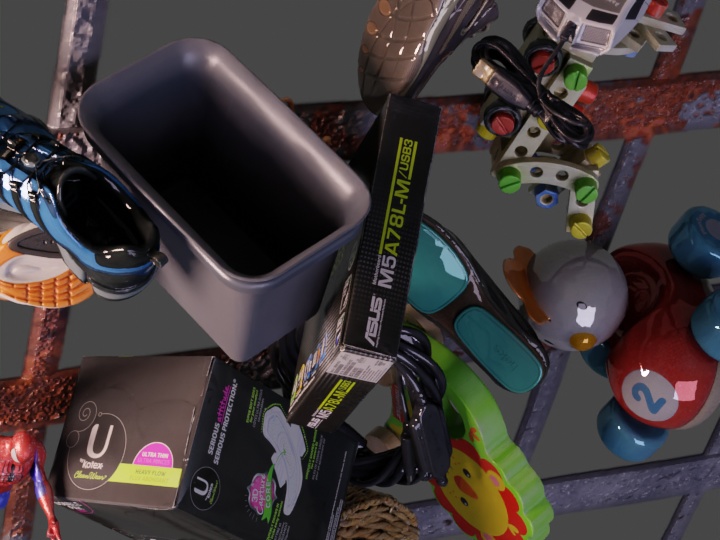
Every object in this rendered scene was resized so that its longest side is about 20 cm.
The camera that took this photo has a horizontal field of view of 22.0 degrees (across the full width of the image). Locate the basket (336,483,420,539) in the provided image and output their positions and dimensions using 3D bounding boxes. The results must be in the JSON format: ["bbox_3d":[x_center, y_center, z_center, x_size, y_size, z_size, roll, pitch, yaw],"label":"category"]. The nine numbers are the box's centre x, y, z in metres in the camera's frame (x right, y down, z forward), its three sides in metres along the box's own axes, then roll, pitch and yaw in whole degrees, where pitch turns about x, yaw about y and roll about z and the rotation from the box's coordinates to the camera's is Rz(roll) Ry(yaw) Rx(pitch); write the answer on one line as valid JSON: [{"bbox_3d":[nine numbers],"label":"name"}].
[{"bbox_3d":[-0.056,0.246,1.658,0.200,0.148,0.143,15,92,-61],"label":"basket"}]

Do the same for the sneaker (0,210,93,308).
[{"bbox_3d":[-0.278,-0.012,1.310,0.199,0.092,0.076,4,103,-5],"label":"sneaker"}]

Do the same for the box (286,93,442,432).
[{"bbox_3d":[0.000,0.000,1.337,0.047,0.194,0.200,12,159,-10],"label":"box"}]

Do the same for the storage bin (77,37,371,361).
[{"bbox_3d":[-0.093,-0.045,1.295,0.145,0.200,0.135,-33,155,-28],"label":"storage bin"}]

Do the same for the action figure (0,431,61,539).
[{"bbox_3d":[-0.287,0.193,1.440,0.065,0.099,0.200,3,148,-29],"label":"action figure"}]

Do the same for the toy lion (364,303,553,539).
[{"bbox_3d":[0.087,0.151,1.581,0.069,0.191,0.200,-35,143,-25],"label":"toy lion"}]

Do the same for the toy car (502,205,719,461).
[{"bbox_3d":[0.206,0.042,1.579,0.199,0.177,0.185,13,137,-23],"label":"toy car"}]

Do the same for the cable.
[{"bbox_3d":[-0.002,0.095,1.529,0.051,0.163,0.201,-46,133,-36],"label":"cable"}]

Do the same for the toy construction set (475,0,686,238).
[{"bbox_3d":[0.166,-0.129,1.427,0.131,0.092,0.201,22,113,-15],"label":"toy construction set"}]

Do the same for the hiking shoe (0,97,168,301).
[{"bbox_3d":[-0.208,-0.066,1.223,0.075,0.200,0.087,-56,-174,-25],"label":"hiking shoe"}]

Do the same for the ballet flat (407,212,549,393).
[{"bbox_3d":[0.081,0.020,1.531,0.068,0.068,0.200,-35,104,20],"label":"ballet flat"}]

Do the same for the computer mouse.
[{"bbox_3d":[0.171,-0.191,1.349,0.200,0.109,0.044,-54,162,-9],"label":"computer mouse"}]

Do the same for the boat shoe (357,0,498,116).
[{"bbox_3d":[0.066,-0.190,1.323,0.073,0.075,0.200,6,129,-34],"label":"boat shoe"}]

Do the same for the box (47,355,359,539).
[{"bbox_3d":[-0.125,0.159,1.482,0.148,0.125,0.200,-2,155,36],"label":"box"}]
